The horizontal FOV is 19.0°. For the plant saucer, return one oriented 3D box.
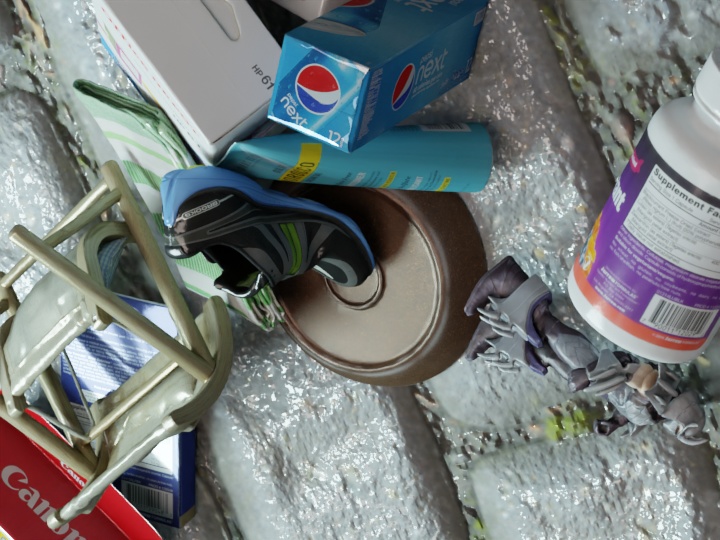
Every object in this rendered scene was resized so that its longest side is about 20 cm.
[{"bbox_3d":[0.000,0.000,1.644,0.199,0.034,0.202,11,114,25],"label":"plant saucer"}]

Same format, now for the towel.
[{"bbox_3d":[-0.141,-0.050,1.634,0.152,0.023,0.201,25,150,56],"label":"towel"}]

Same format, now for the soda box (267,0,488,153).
[{"bbox_3d":[0.015,-0.147,1.480,0.067,0.200,0.065,23,118,18],"label":"soda box"}]

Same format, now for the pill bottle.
[{"bbox_3d":[0.229,-0.046,1.456,0.111,0.111,0.201,34,120,13],"label":"pill bottle"}]

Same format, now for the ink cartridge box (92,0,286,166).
[{"bbox_3d":[-0.119,-0.154,1.548,0.084,0.200,0.145,-38,88,-8],"label":"ink cartridge box"}]

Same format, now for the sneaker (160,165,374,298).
[{"bbox_3d":[-0.071,-0.017,1.553,0.070,0.199,0.083,0,78,43],"label":"sneaker"}]

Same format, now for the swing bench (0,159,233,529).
[{"bbox_3d":[-0.214,0.062,1.673,0.200,0.130,0.199,50,132,-2],"label":"swing bench"}]

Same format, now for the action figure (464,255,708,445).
[{"bbox_3d":[0.167,0.074,1.545,0.199,0.069,0.130,31,163,27],"label":"action figure"}]

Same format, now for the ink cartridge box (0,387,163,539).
[{"bbox_3d":[-0.277,0.218,1.813,0.200,0.084,0.176,43,143,8],"label":"ink cartridge box"}]

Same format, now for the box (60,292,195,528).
[{"bbox_3d":[-0.194,0.107,1.787,0.120,0.032,0.202,13,116,24],"label":"box"}]

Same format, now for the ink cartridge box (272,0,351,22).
[{"bbox_3d":[-0.033,-0.292,1.510,0.146,0.083,0.201,32,121,27],"label":"ink cartridge box"}]

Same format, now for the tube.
[{"bbox_3d":[-0.005,-0.082,1.530,0.077,0.198,0.051,137,129,-63],"label":"tube"}]
